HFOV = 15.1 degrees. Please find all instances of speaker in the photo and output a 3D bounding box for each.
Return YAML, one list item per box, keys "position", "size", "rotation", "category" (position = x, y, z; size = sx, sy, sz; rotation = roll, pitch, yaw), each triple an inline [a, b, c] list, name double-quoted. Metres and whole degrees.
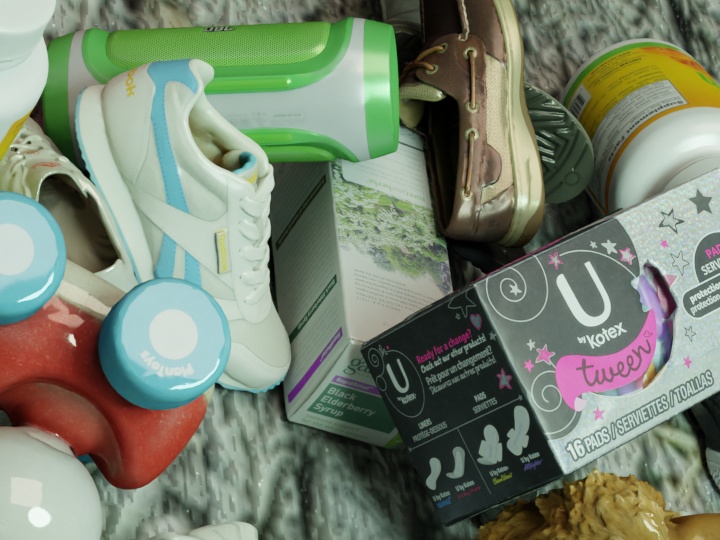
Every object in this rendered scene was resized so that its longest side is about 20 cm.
- position: [-0.079, -0.101, 1.559]
  size: [0.198, 0.089, 0.089]
  rotation: [-2, 45, 4]
  category: "speaker"

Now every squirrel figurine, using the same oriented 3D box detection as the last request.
- position: [0.160, 0.171, 1.465]
  size: [0.199, 0.142, 0.187]
  rotation: [35, 2, -8]
  category: "squirrel figurine"

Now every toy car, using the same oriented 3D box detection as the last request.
- position: [-0.182, 0.092, 1.334]
  size: [0.176, 0.184, 0.201]
  rotation: [28, 69, -12]
  category: "toy car"

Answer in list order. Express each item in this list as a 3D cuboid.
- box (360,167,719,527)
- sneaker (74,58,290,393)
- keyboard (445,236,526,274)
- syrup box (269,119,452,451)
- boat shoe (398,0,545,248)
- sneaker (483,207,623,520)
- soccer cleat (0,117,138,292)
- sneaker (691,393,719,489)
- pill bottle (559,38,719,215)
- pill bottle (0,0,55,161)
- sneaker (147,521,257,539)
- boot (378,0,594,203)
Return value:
- position: [0.124, 0.038, 1.484]
  size: [0.199, 0.132, 0.115]
  rotation: [-25, 87, -34]
  category: "box"
- position: [-0.082, -0.022, 1.503]
  size: [0.201, 0.080, 0.077]
  rotation: [63, 22, -21]
  category: "sneaker"
- position: [0.058, -0.047, 1.708]
  size: [0.104, 0.040, 0.201]
  rotation: [29, 26, -30]
  category: "keyboard"
- position: [0.000, 0.000, 1.591]
  size: [0.078, 0.082, 0.201]
  rotation: [17, 44, -25]
  category: "syrup box"
- position: [0.054, -0.107, 1.617]
  size: [0.072, 0.072, 0.201]
  rotation: [0, 68, -24]
  category: "boat shoe"
- position: [0.118, 0.056, 1.601]
  size: [0.060, 0.104, 0.200]
  rotation: [47, 31, -28]
  category: "sneaker"
- position: [-0.180, -0.045, 1.480]
  size: [0.069, 0.078, 0.200]
  rotation: [-29, 63, -23]
  category: "soccer cleat"
- position: [0.241, 0.052, 1.698]
  size: [0.075, 0.114, 0.201]
  rotation: [-9, 58, -42]
  category: "sneaker"
- position: [0.202, -0.064, 1.731]
  size: [0.110, 0.112, 0.200]
  rotation: [20, 19, -21]
  category: "pill bottle"
- position: [-0.232, -0.086, 1.403]
  size: [0.109, 0.200, 0.110]
  rotation: [21, 42, -20]
  category: "pill bottle"
- position: [-0.031, 0.206, 1.383]
  size: [0.200, 0.075, 0.081]
  rotation: [50, 32, 14]
  category: "sneaker"
- position: [0.077, -0.140, 1.778]
  size: [0.181, 0.073, 0.200]
  rotation: [37, 19, -11]
  category: "boot"
